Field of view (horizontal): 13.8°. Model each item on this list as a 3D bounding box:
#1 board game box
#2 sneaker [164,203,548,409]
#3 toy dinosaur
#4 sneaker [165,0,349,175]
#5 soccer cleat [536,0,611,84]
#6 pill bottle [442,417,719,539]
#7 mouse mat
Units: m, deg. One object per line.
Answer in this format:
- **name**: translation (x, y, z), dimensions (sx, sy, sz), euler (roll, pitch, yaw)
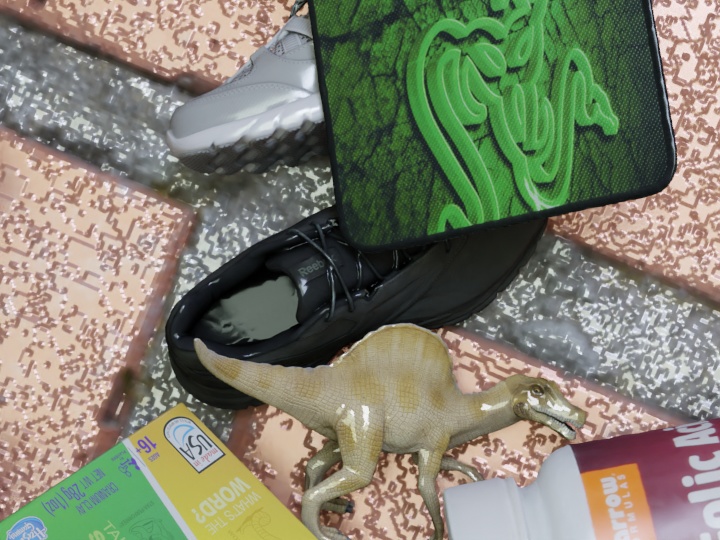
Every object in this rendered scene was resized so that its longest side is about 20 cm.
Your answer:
- **board game box**: translation (-0.058, 0.165, 1.277), dimensions (0.200, 0.153, 0.040), euler (44, 127, 9)
- **sneaker**: translation (0.000, 0.000, 1.353), dimensions (0.200, 0.091, 0.076), euler (-32, 78, 1)
- **toy dinosaur**: translation (-0.001, 0.070, 1.351), dimensions (0.199, 0.058, 0.102), euler (8, 108, -24)
- **sneaker**: translation (-0.005, -0.111, 1.374), dimensions (0.199, 0.075, 0.082), euler (-29, 80, -9)
- **soccer cleat**: translation (0.078, -0.166, 1.335), dimensions (0.073, 0.068, 0.201), euler (-7, 68, 7)
- **pill bottle**: translation (0.141, 0.126, 1.321), dimensions (0.199, 0.114, 0.115), euler (-11, 87, -1)
- **mouse mat**: translation (0.049, -0.118, 1.294), dimensions (0.160, 0.008, 0.201), euler (-12, 84, 24)
